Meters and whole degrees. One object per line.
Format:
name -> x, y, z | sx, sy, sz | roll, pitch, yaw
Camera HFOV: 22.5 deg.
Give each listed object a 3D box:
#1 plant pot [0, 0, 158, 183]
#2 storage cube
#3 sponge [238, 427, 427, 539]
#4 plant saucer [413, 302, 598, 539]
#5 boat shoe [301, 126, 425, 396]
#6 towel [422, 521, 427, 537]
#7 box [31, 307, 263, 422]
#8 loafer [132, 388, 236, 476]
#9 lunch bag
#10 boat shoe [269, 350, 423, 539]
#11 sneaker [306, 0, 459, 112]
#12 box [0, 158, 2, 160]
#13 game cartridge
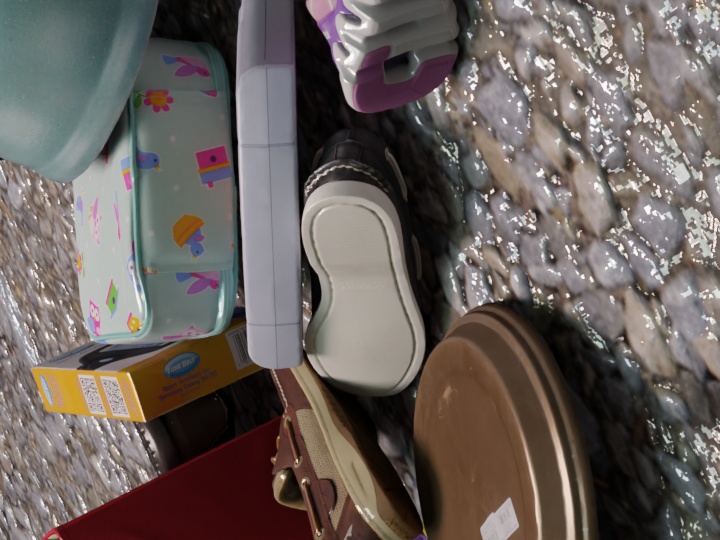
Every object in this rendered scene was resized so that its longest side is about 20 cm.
plant pot -> -0.222, -0.168, 1.127 | 0.200, 0.134, 0.201 | -38, 44, 50
storage cube -> -0.109, 0.227, 1.213 | 0.171, 0.179, 0.200 | 60, 152, 10
sponge -> -0.014, 0.195, 1.246 | 0.200, 0.030, 0.112 | 29, 134, 48
plant saucer -> 0.073, 0.119, 0.992 | 0.200, 0.029, 0.201 | 173, 90, -70
boat shoe -> 0.000, 0.000, 1.053 | 0.200, 0.073, 0.061 | 78, -165, -51
towel -> 0.059, 0.236, 1.070 | 0.200, 0.018, 0.087 | -104, 10, -63
box -> -0.149, 0.064, 1.283 | 0.200, 0.119, 0.042 | 0, 111, 58
loafer -> -0.121, 0.119, 1.314 | 0.200, 0.071, 0.073 | 157, 89, -83
lunch bag -> -0.138, -0.053, 1.182 | 0.160, 0.077, 0.201 | 167, 101, -66
boat shoe -> -0.028, 0.115, 1.114 | 0.072, 0.072, 0.200 | 44, -172, -37
sneaker -> 0.009, -0.176, 0.901 | 0.089, 0.080, 0.201 | 56, 151, 32
box -> -0.339, -0.114, 1.425 | 0.200, 0.157, 0.050 | 16, 124, 55
game cartridge -> -0.052, -0.051, 1.057 | 0.133, 0.041, 0.201 | -101, 9, -57
